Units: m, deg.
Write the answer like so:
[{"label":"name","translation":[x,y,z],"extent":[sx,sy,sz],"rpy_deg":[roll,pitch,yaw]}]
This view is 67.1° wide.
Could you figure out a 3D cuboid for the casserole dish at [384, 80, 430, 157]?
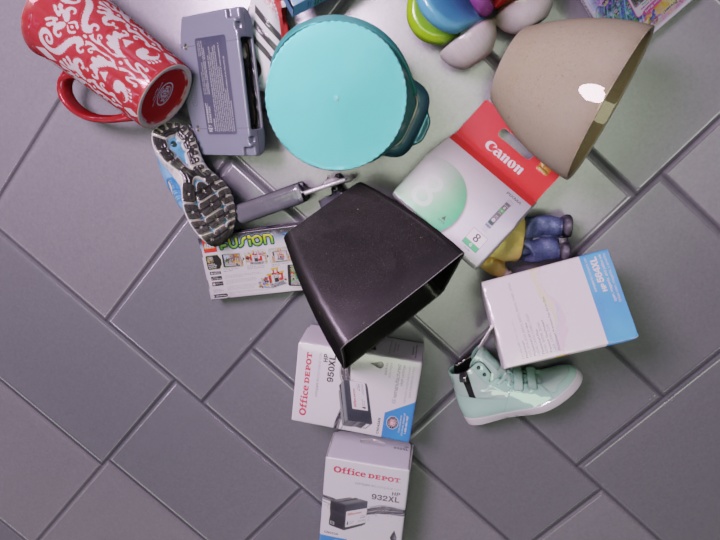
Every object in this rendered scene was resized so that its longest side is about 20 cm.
[{"label":"casserole dish","translation":[0.008,-0.248,0.806],"extent":[0.200,0.039,0.121],"rpy_deg":[25,107,0]}]

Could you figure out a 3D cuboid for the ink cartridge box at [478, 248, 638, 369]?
[{"label":"ink cartridge box","translation":[0.261,0.065,0.781],"extent":[0.199,0.129,0.126],"rpy_deg":[-15,77,9]}]

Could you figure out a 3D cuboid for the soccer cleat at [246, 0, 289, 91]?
[{"label":"soccer cleat","translation":[-0.141,-0.361,0.784],"extent":[0.085,0.069,0.201],"rpy_deg":[-9,108,6]}]

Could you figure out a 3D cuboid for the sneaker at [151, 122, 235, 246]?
[{"label":"sneaker","translation":[-0.262,-0.131,0.859],"extent":[0.078,0.090,0.200],"rpy_deg":[-26,91,-24]}]

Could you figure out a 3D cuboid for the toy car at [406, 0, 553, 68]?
[{"label":"toy car","translation":[0.149,-0.374,0.694],"extent":[0.200,0.150,0.175],"rpy_deg":[-29,99,14]}]

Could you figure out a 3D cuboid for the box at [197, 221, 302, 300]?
[{"label":"box","translation":[-0.158,-0.017,0.892],"extent":[0.199,0.035,0.110],"rpy_deg":[-6,104,10]}]

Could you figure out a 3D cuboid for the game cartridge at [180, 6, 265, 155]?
[{"label":"game cartridge","translation":[-0.207,-0.273,0.803],"extent":[0.133,0.041,0.201],"rpy_deg":[12,114,37]}]

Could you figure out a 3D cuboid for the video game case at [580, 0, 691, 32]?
[{"label":"video game case","translation":[0.369,-0.404,0.682],"extent":[0.200,0.024,0.182],"rpy_deg":[-42,122,15]}]

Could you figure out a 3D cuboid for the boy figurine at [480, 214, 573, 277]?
[{"label":"boy figurine","translation":[0.210,-0.046,0.816],"extent":[0.199,0.064,0.125],"rpy_deg":[1,103,9]}]

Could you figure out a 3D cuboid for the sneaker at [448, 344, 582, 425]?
[{"label":"sneaker","translation":[0.239,0.165,0.858],"extent":[0.200,0.074,0.118],"rpy_deg":[-23,107,16]}]

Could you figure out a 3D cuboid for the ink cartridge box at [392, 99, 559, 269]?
[{"label":"ink cartridge box","translation":[0.171,-0.127,0.769],"extent":[0.161,0.050,0.200],"rpy_deg":[43,95,10]}]

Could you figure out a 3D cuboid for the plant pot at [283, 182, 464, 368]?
[{"label":"plant pot","translation":[0.000,0.000,0.776],"extent":[0.200,0.200,0.178],"rpy_deg":[-38,76,-11]}]

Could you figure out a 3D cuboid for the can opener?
[{"label":"can opener","translation":[-0.096,-0.103,0.851],"extent":[0.200,0.053,0.067],"rpy_deg":[-17,101,13]}]

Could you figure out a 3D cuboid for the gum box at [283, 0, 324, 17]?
[{"label":"gum box","translation":[-0.046,-0.467,0.722],"extent":[0.200,0.045,0.170],"rpy_deg":[-31,98,-5]}]

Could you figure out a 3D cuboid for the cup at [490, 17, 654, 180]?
[{"label":"cup","translation":[0.257,-0.239,0.707],"extent":[0.143,0.200,0.201],"rpy_deg":[31,108,19]}]

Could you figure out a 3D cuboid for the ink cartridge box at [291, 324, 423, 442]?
[{"label":"ink cartridge box","translation":[-0.005,0.184,0.896],"extent":[0.199,0.084,0.145],"rpy_deg":[9,105,6]}]

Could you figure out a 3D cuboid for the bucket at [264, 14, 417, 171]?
[{"label":"bucket","translation":[-0.026,-0.228,0.721],"extent":[0.207,0.135,0.208],"rpy_deg":[1,105,3]}]

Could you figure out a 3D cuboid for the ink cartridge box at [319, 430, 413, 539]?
[{"label":"ink cartridge box","translation":[0.009,0.399,0.950],"extent":[0.145,0.084,0.201],"rpy_deg":[7,105,7]}]

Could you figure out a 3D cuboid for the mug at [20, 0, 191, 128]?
[{"label":"mug","translation":[-0.361,-0.300,0.801],"extent":[0.200,0.133,0.178],"rpy_deg":[37,149,4]}]
